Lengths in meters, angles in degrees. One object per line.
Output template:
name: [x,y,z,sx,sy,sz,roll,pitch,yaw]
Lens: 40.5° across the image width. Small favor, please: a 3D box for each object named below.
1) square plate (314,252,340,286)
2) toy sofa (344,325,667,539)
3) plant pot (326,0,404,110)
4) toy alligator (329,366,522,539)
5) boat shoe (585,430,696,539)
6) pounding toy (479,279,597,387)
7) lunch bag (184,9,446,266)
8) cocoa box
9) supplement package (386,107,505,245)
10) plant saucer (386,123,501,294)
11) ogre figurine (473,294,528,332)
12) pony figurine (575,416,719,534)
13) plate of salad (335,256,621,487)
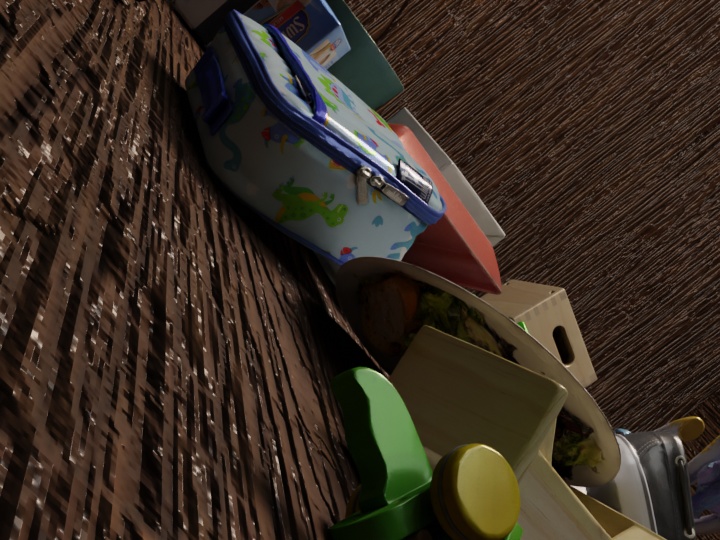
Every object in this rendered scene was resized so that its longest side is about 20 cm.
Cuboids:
square plate: [0.000,0.000,0.806,0.200,0.028,0.199,47,8,-51]
toy sofa: [0.073,0.124,0.469,0.082,0.098,0.200,23,-17,44]
plant pot: [-0.060,-0.281,1.356,0.201,0.160,0.201,51,6,-7]
toy alligator: [0.045,0.123,0.318,0.201,0.059,0.054,54,47,-8]
boat shoe: [0.185,0.194,0.586,0.070,0.065,0.203,149,-70,-79]
pounding toy: [0.282,0.122,1.540,0.202,0.141,0.184,67,-18,-13]
lunch bag: [-0.038,-0.088,0.656,0.160,0.083,0.201,32,16,-29]
cocoa box: [-0.101,-0.273,1.099,0.132,0.133,0.200,53,5,-3]
supplement package: [0.075,-0.096,1.376,0.151,0.151,0.201,48,7,-34]
plant saucer: [0.020,-0.067,0.876,0.199,0.037,0.200,15,-27,49]
ogre figurine: [0.183,0.096,1.384,0.120,0.098,0.201,46,-15,17]
pony figurine: [0.235,0.209,0.828,0.168,0.198,0.193,58,20,-11]
plate of salad: [0.059,0.070,0.571,0.199,0.048,0.201,33,-23,16]
